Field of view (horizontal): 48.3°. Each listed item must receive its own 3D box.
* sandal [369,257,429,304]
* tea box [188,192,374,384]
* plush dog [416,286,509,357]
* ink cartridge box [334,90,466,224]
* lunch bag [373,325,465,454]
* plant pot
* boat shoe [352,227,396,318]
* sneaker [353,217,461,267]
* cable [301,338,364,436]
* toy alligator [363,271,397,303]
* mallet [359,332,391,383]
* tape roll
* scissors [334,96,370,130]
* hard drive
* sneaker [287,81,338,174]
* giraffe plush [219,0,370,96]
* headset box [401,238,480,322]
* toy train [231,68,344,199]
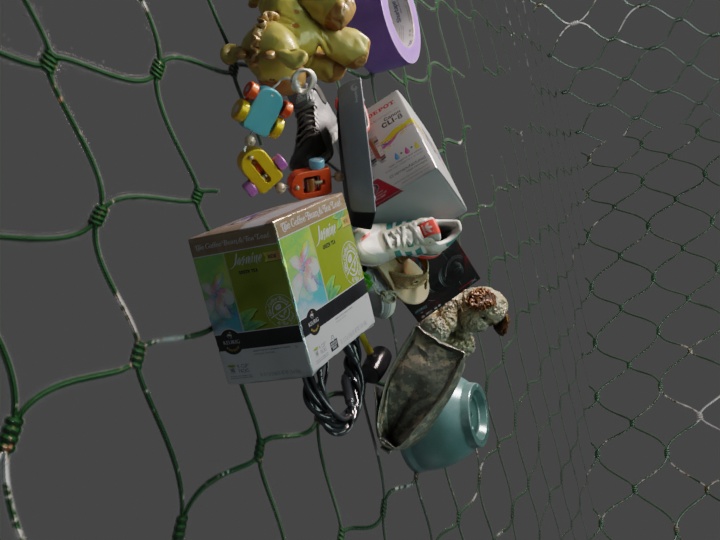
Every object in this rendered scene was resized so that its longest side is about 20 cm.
[{"bbox_3d":[0.080,-0.003,1.346,0.212,0.070,0.078,39,58,-41],"label":"sandal"},{"bbox_3d":[-0.096,0.018,1.055,0.200,0.133,0.197,-35,112,-62],"label":"tea box"},{"bbox_3d":[0.221,0.083,1.656,0.200,0.171,0.161,35,50,-56],"label":"plush dog"},{"bbox_3d":[0.063,-0.171,1.374,0.145,0.145,0.200,43,20,-51],"label":"ink cartridge box"},{"bbox_3d":[0.086,0.210,1.345,0.200,0.117,0.164,-61,168,-7],"label":"lunch bag"},{"bbox_3d":[0.164,0.277,1.515,0.200,0.134,0.201,32,54,-57],"label":"plant pot"},{"bbox_3d":[0.001,0.000,1.361,0.071,0.070,0.201,-35,115,-42],"label":"boat shoe"},{"bbox_3d":[0.073,-0.057,1.269,0.199,0.093,0.071,-4,70,-35],"label":"sneaker"},{"bbox_3d":[-0.040,0.156,1.241,0.163,0.051,0.201,33,50,-64],"label":"cable"},{"bbox_3d":[-0.021,0.000,1.290,0.200,0.059,0.054,30,10,-38],"label":"toy alligator"},{"bbox_3d":[-0.008,0.102,1.337,0.200,0.041,0.066,60,35,-28],"label":"mallet"},{"bbox_3d":[0.043,-0.499,1.586,0.200,0.085,0.201,31,55,-59],"label":"tape roll"},{"bbox_3d":[0.006,-0.200,1.313,0.073,0.014,0.200,-2,70,-52],"label":"scissors"},{"bbox_3d":[-0.008,-0.169,1.196,0.135,0.042,0.201,106,-22,-81],"label":"hard drive"},{"bbox_3d":[-0.089,-0.229,1.245,0.200,0.075,0.116,-74,141,-60],"label":"sneaker"},{"bbox_3d":[-0.102,-0.321,1.143,0.200,0.172,0.162,47,47,-28],"label":"giraffe plush"},{"bbox_3d":[0.114,-0.016,1.479,0.200,0.149,0.077,52,4,-48],"label":"headset box"},{"bbox_3d":[-0.108,-0.179,1.119,0.150,0.056,0.200,-20,119,-21],"label":"toy train"}]
